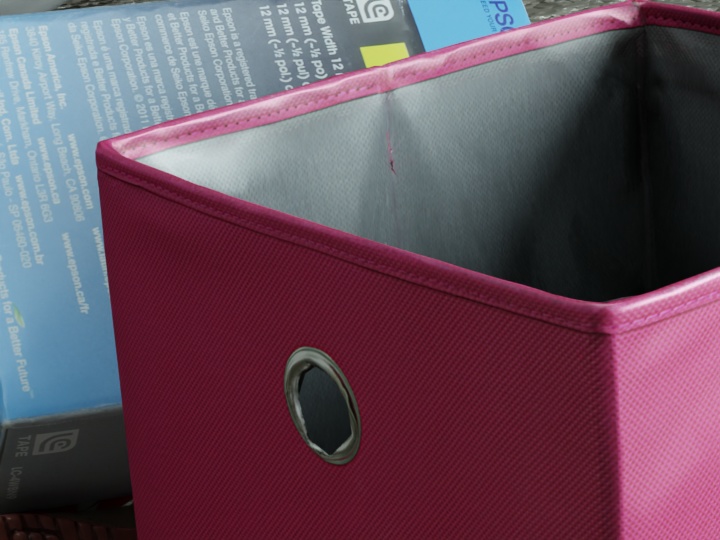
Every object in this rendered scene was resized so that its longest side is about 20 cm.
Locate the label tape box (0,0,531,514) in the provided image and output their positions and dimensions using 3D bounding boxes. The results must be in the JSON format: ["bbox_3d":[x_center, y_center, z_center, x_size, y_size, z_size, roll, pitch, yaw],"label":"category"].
[{"bbox_3d":[-0.032,-0.012,0.860,0.200,0.066,0.143,-7,60,-19],"label":"label tape box"}]

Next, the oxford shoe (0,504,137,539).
[{"bbox_3d":[-0.079,0.104,0.833,0.200,0.071,0.075,-7,-3,-17],"label":"oxford shoe"}]

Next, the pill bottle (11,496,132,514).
[{"bbox_3d":[-0.144,0.053,0.900,0.112,0.112,0.200,8,22,32],"label":"pill bottle"}]

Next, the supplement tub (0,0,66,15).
[{"bbox_3d":[-0.207,-0.246,1.761,0.145,0.145,0.200,0,19,13],"label":"supplement tub"}]

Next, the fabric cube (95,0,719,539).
[{"bbox_3d":[0.069,0.057,0.705,0.200,0.200,0.196,-17,23,-35],"label":"fabric cube"}]
